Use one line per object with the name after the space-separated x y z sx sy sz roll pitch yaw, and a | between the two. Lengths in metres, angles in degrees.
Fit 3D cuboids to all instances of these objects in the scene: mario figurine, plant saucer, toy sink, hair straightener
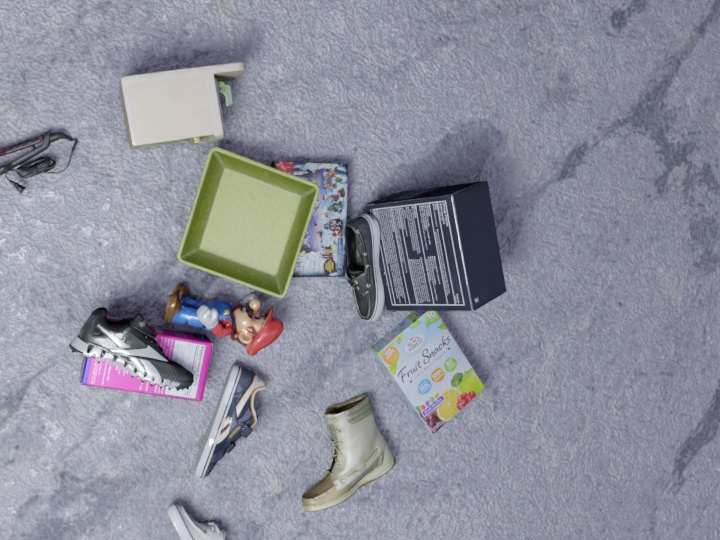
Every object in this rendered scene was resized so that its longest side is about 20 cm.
-0.223 0.065 1.334 0.196 0.107 0.125 17 52 -8 | mario figurine
-0.189 -0.082 1.343 0.196 0.048 0.204 19 95 -4 | plant saucer
-0.281 -0.260 1.275 0.196 0.130 0.115 -12 100 -18 | toy sink
-0.540 -0.161 1.249 0.197 0.041 0.078 -26 104 -19 | hair straightener

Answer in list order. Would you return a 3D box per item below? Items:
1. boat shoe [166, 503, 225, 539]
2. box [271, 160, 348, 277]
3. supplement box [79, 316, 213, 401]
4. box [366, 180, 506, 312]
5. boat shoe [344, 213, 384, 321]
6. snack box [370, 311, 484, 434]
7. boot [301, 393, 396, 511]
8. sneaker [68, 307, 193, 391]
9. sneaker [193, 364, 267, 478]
-0.268 0.479 1.390 0.065 0.072 0.202 -36 107 -16 | boat shoe
-0.092 -0.090 1.406 0.134 0.040 0.205 -1 96 -18 | box
-0.354 0.146 1.307 0.196 0.101 0.106 13 90 -20 | supplement box
0.135 -0.039 1.392 0.122 0.196 0.205 -22 105 -44 | box
0.000 0.000 1.414 0.056 0.068 0.205 -19 116 -37 | boat shoe
0.129 0.188 1.505 0.141 0.053 0.202 -38 106 -13 | snack box
-0.043 0.334 1.452 0.197 0.072 0.158 -27 104 -20 | boot
-0.341 0.118 1.221 0.197 0.066 0.092 26 87 -17 | sneaker
-0.225 0.273 1.378 0.078 0.078 0.204 23 87 -14 | sneaker
